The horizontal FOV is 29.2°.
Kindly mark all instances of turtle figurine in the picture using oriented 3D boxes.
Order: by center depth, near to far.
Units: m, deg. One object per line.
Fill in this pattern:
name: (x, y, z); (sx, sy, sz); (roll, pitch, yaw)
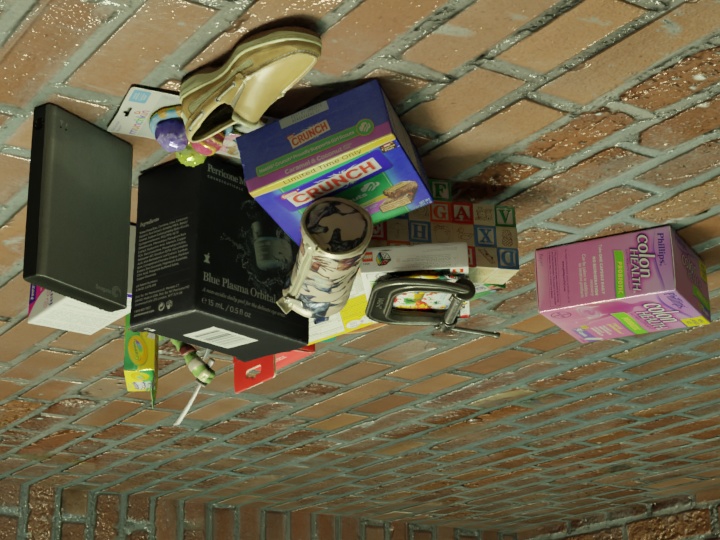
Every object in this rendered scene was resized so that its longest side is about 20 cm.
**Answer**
turtle figurine: (-0.215, 0.104, 2.105); (0.194, 0.200, 0.144); (-16, -170, 26)

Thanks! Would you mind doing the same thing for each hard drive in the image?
hard drive: (-0.311, -0.066, 1.528); (0.033, 0.200, 0.140); (-13, 157, 30)

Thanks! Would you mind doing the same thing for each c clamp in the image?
c clamp: (0.090, 0.041, 1.666); (0.171, 0.027, 0.200); (3, 162, 2)

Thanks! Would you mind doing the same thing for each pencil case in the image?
pencil case: (-0.041, -0.011, 1.558); (0.089, 0.078, 0.200); (-42, 168, -23)

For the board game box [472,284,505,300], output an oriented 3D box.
board game box: (0.099, 0.027, 2.061); (0.135, 0.029, 0.200); (16, 155, -37)

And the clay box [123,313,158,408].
clay box: (-0.310, 0.087, 1.959); (0.048, 0.200, 0.115); (2, 160, -6)

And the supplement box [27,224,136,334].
supplement box: (-0.368, 0.010, 1.889); (0.103, 0.101, 0.200); (12, 156, -32)

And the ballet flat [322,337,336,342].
ballet flat: (-0.061, 0.046, 2.055); (0.070, 0.065, 0.200); (-1, 158, -2)

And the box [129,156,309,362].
box: (-0.167, -0.012, 1.685); (0.117, 0.200, 0.197); (-16, 156, 38)

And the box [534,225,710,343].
box: (0.373, 0.024, 1.962); (0.200, 0.097, 0.176); (-12, 158, 26)

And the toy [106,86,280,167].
toy: (-0.173, -0.145, 1.541); (0.200, 0.047, 0.115); (7, 157, -22)

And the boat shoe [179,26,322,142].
boat shoe: (-0.110, -0.180, 1.400); (0.072, 0.076, 0.200); (15, 155, -37)

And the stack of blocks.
stack of blocks: (0.091, -0.050, 1.716); (0.200, 0.115, 0.059); (4, 160, -15)

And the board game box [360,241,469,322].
board game box: (0.069, 0.017, 1.678); (0.126, 0.035, 0.200); (-3, 161, 4)

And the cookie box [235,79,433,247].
cookie box: (-0.025, -0.111, 1.542); (0.171, 0.075, 0.200); (-21, 157, 9)

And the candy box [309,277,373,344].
candy box: (0.004, 0.029, 1.792); (0.200, 0.026, 0.102); (-18, 132, -3)

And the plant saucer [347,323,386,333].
plant saucer: (0.000, 0.000, 1.808); (0.200, 0.037, 0.200); (-11, 134, -11)

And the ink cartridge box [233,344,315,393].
ink cartridge box: (-0.119, 0.067, 1.907); (0.067, 0.200, 0.116); (12, 157, -32)
